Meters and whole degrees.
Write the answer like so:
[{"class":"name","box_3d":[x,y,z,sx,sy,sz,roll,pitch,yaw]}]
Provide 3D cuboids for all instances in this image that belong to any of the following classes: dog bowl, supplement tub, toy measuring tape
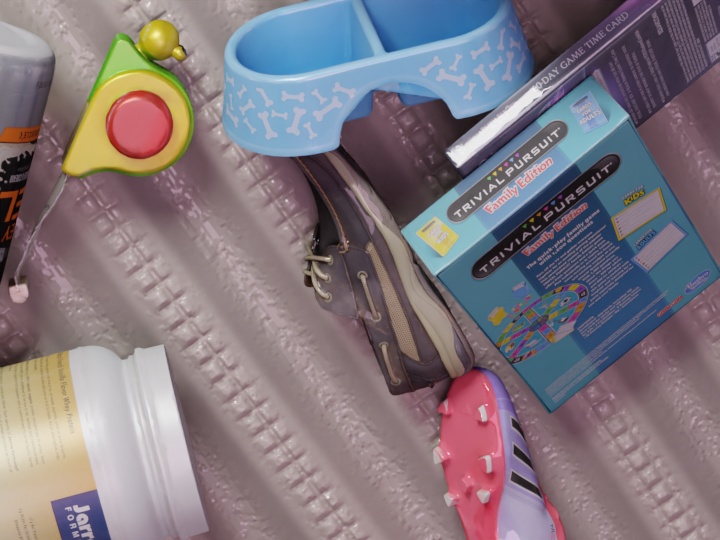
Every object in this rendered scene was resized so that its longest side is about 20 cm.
[{"class":"dog bowl","box_3d":[0.008,-0.132,1.216,0.198,0.112,0.050,-13,126,-5]},{"class":"supplement tub","box_3d":[-0.204,0.130,1.245,0.198,0.144,0.146,-14,107,-4]},{"class":"supplement tub","box_3d":[-0.264,-0.055,1.195,0.122,0.123,0.201,14,104,-12]},{"class":"toy measuring tape","box_3d":[-0.154,-0.061,1.240,0.073,0.074,0.201,23,101,-14]}]

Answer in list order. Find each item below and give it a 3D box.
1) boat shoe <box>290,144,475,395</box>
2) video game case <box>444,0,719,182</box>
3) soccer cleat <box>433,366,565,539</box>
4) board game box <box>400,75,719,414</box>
[{"class":"boat shoe","box_3d":[0.000,0.000,1.277,0.073,0.075,0.201,-32,107,1]},{"class":"video game case","box_3d":[0.150,-0.110,1.246,0.200,0.143,0.019,-39,67,3]},{"class":"soccer cleat","box_3d":[0.102,0.157,1.351,0.076,0.066,0.202,-19,104,-36]},{"class":"board game box","box_3d":[0.133,-0.011,1.258,0.151,0.047,0.200,-39,140,2]}]
